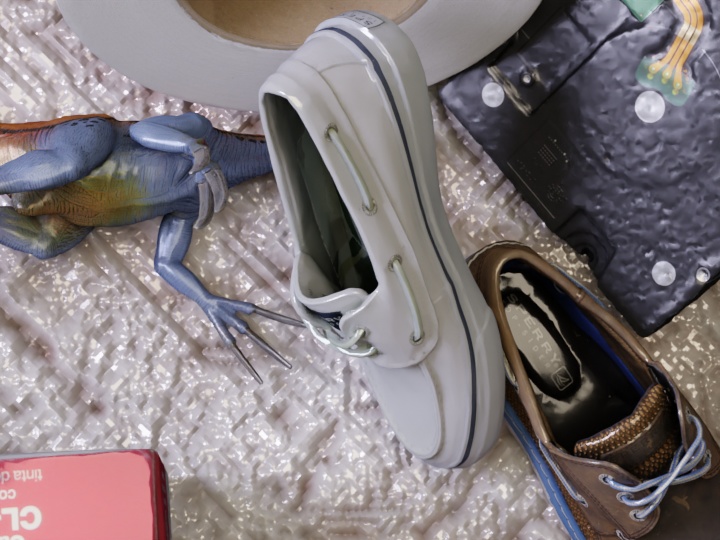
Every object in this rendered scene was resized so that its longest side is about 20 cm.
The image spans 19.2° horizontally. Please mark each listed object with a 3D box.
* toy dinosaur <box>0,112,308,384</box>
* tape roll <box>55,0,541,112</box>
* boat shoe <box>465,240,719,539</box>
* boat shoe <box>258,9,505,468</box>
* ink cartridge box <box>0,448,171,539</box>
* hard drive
[{"bbox_3d":[-0.089,-0.051,0.870,0.181,0.105,0.200,-29,72,-29],"label":"toy dinosaur"},{"bbox_3d":[-0.022,-0.129,0.827,0.201,0.203,0.037,-3,62,-6],"label":"tape roll"},{"bbox_3d":[0.106,0.074,0.871,0.072,0.072,0.200,-42,87,-10],"label":"boat shoe"},{"bbox_3d":[0.000,0.000,0.837,0.067,0.073,0.202,-34,118,-34],"label":"boat shoe"},{"bbox_3d":[-0.109,0.172,0.799,0.085,0.148,0.202,-1,81,-5],"label":"ink cartridge box"},{"bbox_3d":[0.143,-0.088,0.858,0.140,0.038,0.200,49,119,10],"label":"hard drive"}]
